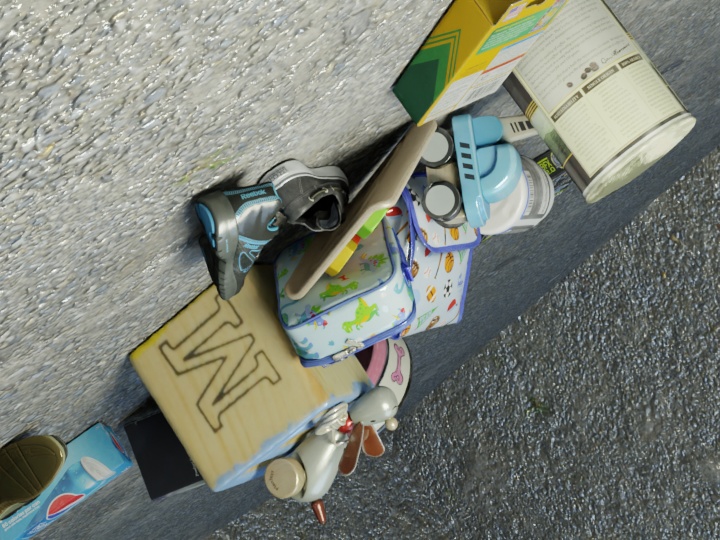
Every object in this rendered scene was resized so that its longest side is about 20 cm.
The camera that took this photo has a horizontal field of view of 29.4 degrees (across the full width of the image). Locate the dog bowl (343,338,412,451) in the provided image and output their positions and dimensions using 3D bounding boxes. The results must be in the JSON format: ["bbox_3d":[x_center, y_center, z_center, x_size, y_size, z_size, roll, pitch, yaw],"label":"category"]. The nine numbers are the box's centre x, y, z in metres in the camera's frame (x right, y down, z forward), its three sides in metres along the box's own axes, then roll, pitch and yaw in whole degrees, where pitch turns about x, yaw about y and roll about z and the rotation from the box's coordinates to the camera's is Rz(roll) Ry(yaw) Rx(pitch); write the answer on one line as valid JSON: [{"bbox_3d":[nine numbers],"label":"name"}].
[{"bbox_3d":[-0.032,0.139,1.849,0.199,0.201,0.074,-37,133,6],"label":"dog bowl"}]

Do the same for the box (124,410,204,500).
[{"bbox_3d":[-0.196,0.230,1.988,0.197,0.125,0.199,-23,175,25],"label":"box"}]

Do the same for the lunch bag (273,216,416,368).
[{"bbox_3d":[-0.016,0.018,1.605,0.159,0.083,0.201,-25,-151,7],"label":"lunch bag"}]

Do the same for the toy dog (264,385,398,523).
[{"bbox_3d":[-0.026,0.237,1.692,0.131,0.097,0.200,-23,163,-51],"label":"toy dog"}]

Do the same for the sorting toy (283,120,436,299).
[{"bbox_3d":[0.005,-0.067,1.550,0.200,0.036,0.186,-43,-168,41],"label":"sorting toy"}]

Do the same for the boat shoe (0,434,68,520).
[{"bbox_3d":[-0.431,0.260,1.709,0.200,0.072,0.066,-40,178,23],"label":"boat shoe"}]

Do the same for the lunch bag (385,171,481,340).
[{"bbox_3d":[0.070,-0.026,1.769,0.169,0.123,0.203,-9,111,-58],"label":"lunch bag"}]

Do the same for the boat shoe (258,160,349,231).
[{"bbox_3d":[-0.046,-0.072,1.473,0.070,0.067,0.200,-37,168,9],"label":"boat shoe"}]

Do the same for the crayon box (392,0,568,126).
[{"bbox_3d":[0.128,-0.236,1.360,0.125,0.052,0.200,-27,167,-36],"label":"crayon box"}]

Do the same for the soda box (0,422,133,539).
[{"bbox_3d":[-0.415,0.294,1.877,0.199,0.068,0.064,-35,169,-3],"label":"soda box"}]

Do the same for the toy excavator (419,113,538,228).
[{"bbox_3d":[0.168,-0.155,1.646,0.197,0.197,0.100,-8,173,10],"label":"toy excavator"}]

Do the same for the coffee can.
[{"bbox_3d":[0.246,-0.197,1.486,0.145,0.201,0.146,-33,168,-8],"label":"coffee can"}]

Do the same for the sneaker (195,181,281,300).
[{"bbox_3d":[-0.119,-0.028,1.396,0.081,0.074,0.200,-22,166,-13],"label":"sneaker"}]

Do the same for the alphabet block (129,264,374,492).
[{"bbox_3d":[-0.132,0.129,1.704,0.196,0.201,0.195,-38,169,14],"label":"alphabet block"}]

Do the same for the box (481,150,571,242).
[{"bbox_3d":[0.276,-0.134,2.245,0.199,0.044,0.160,-30,168,-25],"label":"box"}]

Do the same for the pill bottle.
[{"bbox_3d":[0.208,-0.110,1.957,0.113,0.114,0.200,-39,168,19],"label":"pill bottle"}]
